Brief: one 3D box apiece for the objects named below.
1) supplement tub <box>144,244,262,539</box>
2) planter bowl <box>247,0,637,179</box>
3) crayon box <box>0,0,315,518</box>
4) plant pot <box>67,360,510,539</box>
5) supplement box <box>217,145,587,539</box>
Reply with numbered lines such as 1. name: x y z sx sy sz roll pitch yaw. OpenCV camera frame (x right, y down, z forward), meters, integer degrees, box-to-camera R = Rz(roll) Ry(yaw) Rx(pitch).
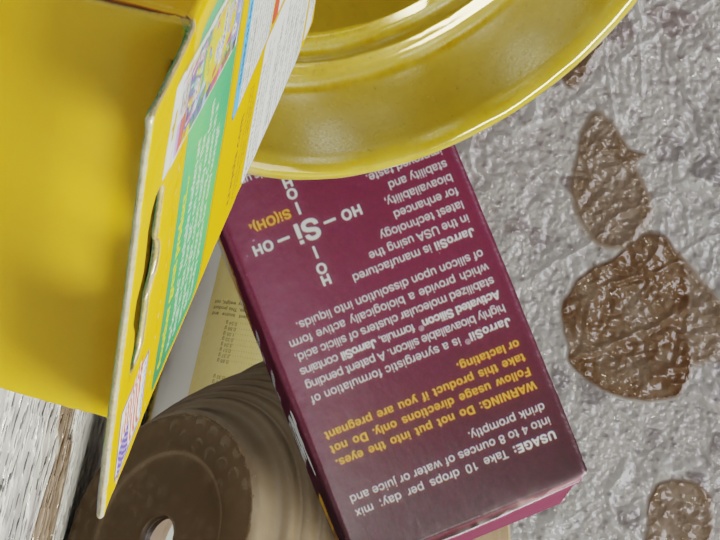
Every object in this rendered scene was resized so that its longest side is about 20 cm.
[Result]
1. supplement tub: -0.029 0.076 1.385 0.145 0.144 0.201 98 5 -82
2. planter bowl: 0.001 -0.129 0.884 0.084 0.200 0.201 55 -33 38
3. crayon box: -0.051 -0.057 0.710 0.200 0.051 0.126 -71 174 -48
4. plant pot: -0.048 0.115 1.124 0.201 0.093 0.201 -22 -125 36
5. supplement box: 0.000 0.000 1.024 0.110 0.085 0.201 95 -27 -82
